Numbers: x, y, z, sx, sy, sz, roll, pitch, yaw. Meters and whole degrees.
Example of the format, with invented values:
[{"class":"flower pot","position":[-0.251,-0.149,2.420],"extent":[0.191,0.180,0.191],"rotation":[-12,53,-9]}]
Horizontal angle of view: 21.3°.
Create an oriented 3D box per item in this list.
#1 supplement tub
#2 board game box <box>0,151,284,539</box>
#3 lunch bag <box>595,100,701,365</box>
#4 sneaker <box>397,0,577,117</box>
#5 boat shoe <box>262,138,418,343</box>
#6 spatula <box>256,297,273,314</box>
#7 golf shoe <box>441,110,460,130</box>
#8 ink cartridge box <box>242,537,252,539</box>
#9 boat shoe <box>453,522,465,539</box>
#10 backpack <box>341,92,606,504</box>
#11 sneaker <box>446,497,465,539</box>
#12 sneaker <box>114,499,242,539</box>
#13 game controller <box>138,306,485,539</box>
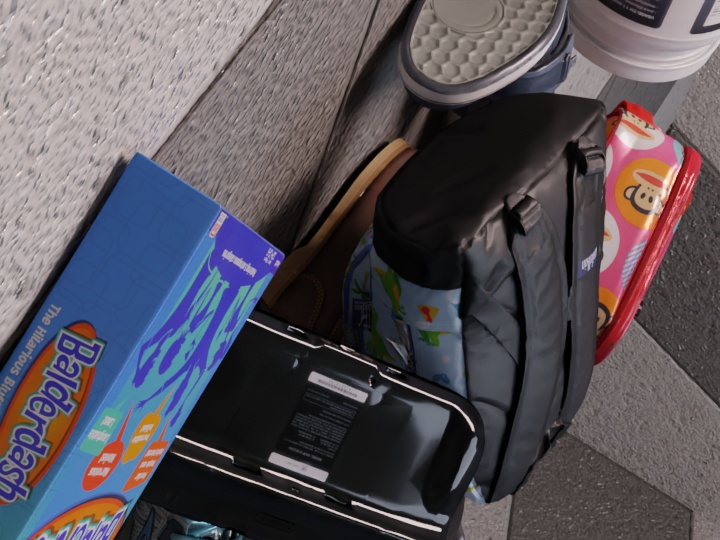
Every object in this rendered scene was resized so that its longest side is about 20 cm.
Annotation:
[{"class":"supplement tub","position":[0.210,-0.237,1.259],"extent":[0.141,0.140,0.201],"rotation":[-51,168,-37]},{"class":"board game box","position":[-0.111,0.059,0.792],"extent":[0.201,0.045,0.152],"rotation":[-58,171,-1]},{"class":"lunch bag","position":[0.144,-0.025,1.235],"extent":[0.178,0.081,0.200],"rotation":[-65,-174,-10]},{"class":"sneaker","position":[0.071,-0.118,1.100],"extent":[0.203,0.076,0.147],"rotation":[-51,166,-41]},{"class":"boat shoe","position":[0.000,0.000,1.118],"extent":[0.200,0.070,0.071],"rotation":[-53,168,-40]},{"class":"spatula","position":[-0.017,0.096,1.000],"extent":[0.020,0.202,0.056],"rotation":[-27,179,44]},{"class":"golf shoe","position":[0.077,-0.068,1.305],"extent":[0.097,0.078,0.200],"rotation":[-50,168,-14]},{"class":"ink cartridge box","position":[-0.078,0.194,1.025],"extent":[0.159,0.047,0.201],"rotation":[-25,-149,39]},{"class":"boat shoe","position":[0.029,0.111,1.324],"extent":[0.074,0.060,0.202],"rotation":[88,-8,-55]},{"class":"backpack","position":[0.063,0.026,1.029],"extent":[0.163,0.153,0.202],"rotation":[-44,129,-41]},{"class":"sneaker","position":[-0.009,0.096,1.206],"extent":[0.074,0.086,0.202],"rotation":[-47,121,-48]},{"class":"sneaker","position":[-0.084,0.139,0.977],"extent":[0.077,0.087,0.201],"rotation":[3,126,-33]},{"class":"game controller","position":[-0.030,0.083,0.926],"extent":[0.042,0.199,0.105],"rotation":[21,-93,61]}]
